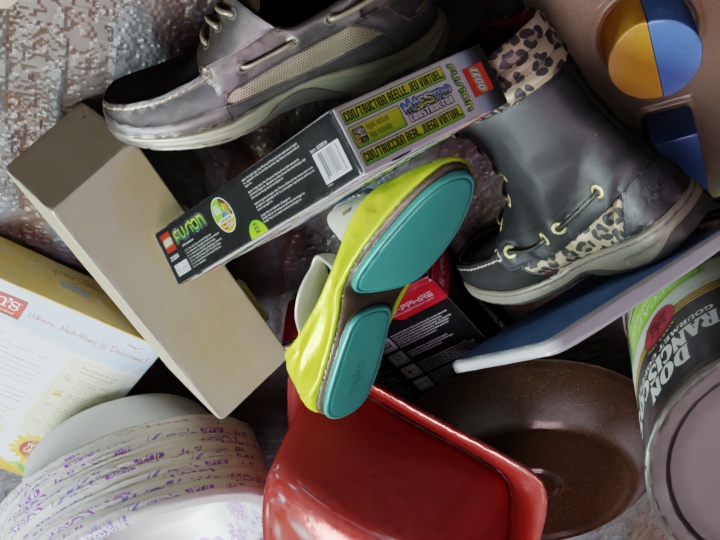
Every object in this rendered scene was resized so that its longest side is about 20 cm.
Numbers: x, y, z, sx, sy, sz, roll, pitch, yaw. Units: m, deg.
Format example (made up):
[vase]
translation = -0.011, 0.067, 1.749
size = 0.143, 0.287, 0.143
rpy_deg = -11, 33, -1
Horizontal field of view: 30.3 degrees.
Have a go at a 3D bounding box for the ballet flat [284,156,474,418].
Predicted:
[ballet flat]
translation = 0.000, 0.000, 0.786
size = 0.066, 0.067, 0.201
rpy_deg = -9, 137, -39

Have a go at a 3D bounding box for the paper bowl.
[paper bowl]
translation = -0.164, 0.164, 0.966
size = 0.198, 0.105, 0.201
rpy_deg = -19, 153, -10

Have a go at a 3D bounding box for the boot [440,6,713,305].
[boot]
translation = 0.090, -0.061, 0.771
size = 0.151, 0.073, 0.199
rpy_deg = 48, 154, -15

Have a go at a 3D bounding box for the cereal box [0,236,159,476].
[cereal box]
translation = -0.243, 0.070, 0.950
size = 0.143, 0.040, 0.200
rpy_deg = 26, 130, -23

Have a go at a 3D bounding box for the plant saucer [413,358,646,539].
[plant saucer]
translation = 0.121, 0.139, 0.935
size = 0.197, 0.037, 0.202
rpy_deg = 1, 138, 1

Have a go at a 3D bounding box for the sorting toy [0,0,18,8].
[sorting toy]
translation = -0.191, -0.228, 0.623
size = 0.198, 0.070, 0.199
rpy_deg = -31, 127, 30

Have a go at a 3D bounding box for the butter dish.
[butter dish]
translation = 0.003, 0.184, 0.876
size = 0.198, 0.148, 0.201
rpy_deg = 27, 142, 21

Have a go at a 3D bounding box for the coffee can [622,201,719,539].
[coffee can]
translation = 0.231, 0.063, 0.775
size = 0.144, 0.200, 0.148
rpy_deg = 3, 114, 6

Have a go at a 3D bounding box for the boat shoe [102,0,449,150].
[boat shoe]
translation = -0.053, -0.127, 0.728
size = 0.197, 0.075, 0.074
rpy_deg = -17, 123, 7

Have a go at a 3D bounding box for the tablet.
[tablet]
translation = 0.130, 0.022, 0.779
size = 0.129, 0.014, 0.200
rpy_deg = -31, 180, -12

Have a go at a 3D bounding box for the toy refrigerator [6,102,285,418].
[toy refrigerator]
translation = -0.126, -0.004, 0.831
size = 0.070, 0.076, 0.201
rpy_deg = -42, 130, -12

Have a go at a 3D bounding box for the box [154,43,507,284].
[box]
translation = -0.022, -0.053, 0.724
size = 0.199, 0.109, 0.035
rpy_deg = -27, 92, 52

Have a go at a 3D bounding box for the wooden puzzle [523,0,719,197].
[wooden puzzle]
translation = 0.205, -0.105, 0.744
size = 0.197, 0.047, 0.186
rpy_deg = -12, 134, 15

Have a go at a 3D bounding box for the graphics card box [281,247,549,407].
[graphics card box]
translation = 0.053, 0.069, 0.927
size = 0.124, 0.051, 0.200
rpy_deg = -27, 127, 26
